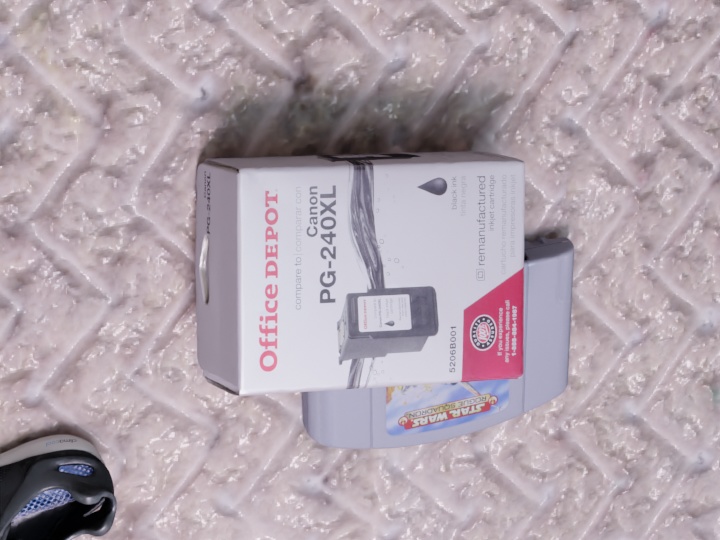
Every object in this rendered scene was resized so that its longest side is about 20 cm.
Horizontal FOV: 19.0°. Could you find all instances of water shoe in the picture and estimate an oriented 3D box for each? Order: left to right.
[{"bbox_3d":[-0.255,0.172,1.395,0.199,0.079,0.072,-27,125,-7],"label":"water shoe"}]

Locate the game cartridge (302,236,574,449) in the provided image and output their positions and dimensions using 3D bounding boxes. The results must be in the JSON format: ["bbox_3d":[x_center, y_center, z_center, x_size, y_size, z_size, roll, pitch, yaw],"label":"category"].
[{"bbox_3d":[0.055,0.055,1.494,0.198,0.042,0.134,-12,117,-18],"label":"game cartridge"}]

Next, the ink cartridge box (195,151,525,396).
[{"bbox_3d":[0.000,0.000,1.382,0.198,0.083,0.147,-3,98,-21],"label":"ink cartridge box"}]
